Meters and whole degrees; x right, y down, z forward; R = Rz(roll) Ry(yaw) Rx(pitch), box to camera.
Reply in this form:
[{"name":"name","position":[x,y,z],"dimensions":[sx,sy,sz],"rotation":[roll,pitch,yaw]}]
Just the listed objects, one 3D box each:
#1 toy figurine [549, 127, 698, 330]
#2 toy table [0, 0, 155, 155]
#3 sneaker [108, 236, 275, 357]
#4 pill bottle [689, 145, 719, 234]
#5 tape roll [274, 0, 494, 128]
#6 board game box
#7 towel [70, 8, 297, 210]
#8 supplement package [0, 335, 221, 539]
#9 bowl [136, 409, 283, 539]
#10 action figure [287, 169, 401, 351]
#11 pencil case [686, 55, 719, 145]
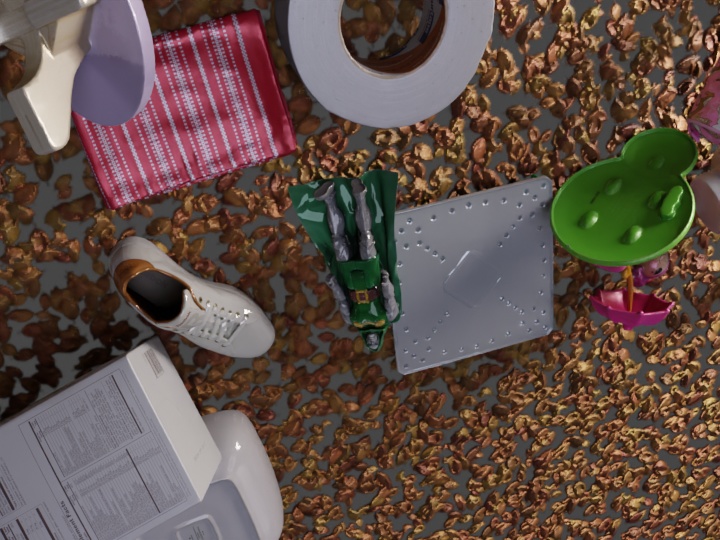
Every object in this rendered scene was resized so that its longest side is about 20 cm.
[{"name":"toy figurine","position":[0.312,-0.026,0.979],"dimensions":[0.201,0.148,0.186],"rotation":[-50,140,-22]},{"name":"toy table","position":[-0.251,-0.195,0.673],"dimensions":[0.181,0.118,0.202],"rotation":[-24,108,30]},{"name":"sneaker","position":[-0.166,0.048,0.875],"dimensions":[0.198,0.085,0.073],"rotation":[32,103,-30]},{"name":"pill bottle","position":[0.474,-0.117,0.972],"dimensions":[0.197,0.111,0.112],"rotation":[-27,121,-2]},{"name":"tape roll","position":[0.022,-0.238,0.797],"dimensions":[0.195,0.066,0.205],"rotation":[-7,118,-13]},{"name":"board game box","position":[0.122,0.005,0.975],"dimensions":[0.195,0.026,0.204],"rotation":[-14,119,-11]},{"name":"towel","position":[-0.166,-0.148,0.810],"dimensions":[0.196,0.023,0.147],"rotation":[-18,119,-7]},{"name":"supplement package","position":[-0.263,0.185,0.848],"dimensions":[0.197,0.152,0.153],"rotation":[-29,93,-1]},{"name":"bowl","position":[-0.189,0.279,0.993],"dimensions":[0.195,0.075,0.204],"rotation":[-19,122,-6]},{"name":"action figure","position":[0.000,0.000,0.909],"dimensions":[0.115,0.055,0.204],"rotation":[-4,123,17]},{"name":"pencil case","position":[0.414,-0.222,0.900],"dimensions":[0.081,0.087,0.204],"rotation":[22,99,-6]}]
